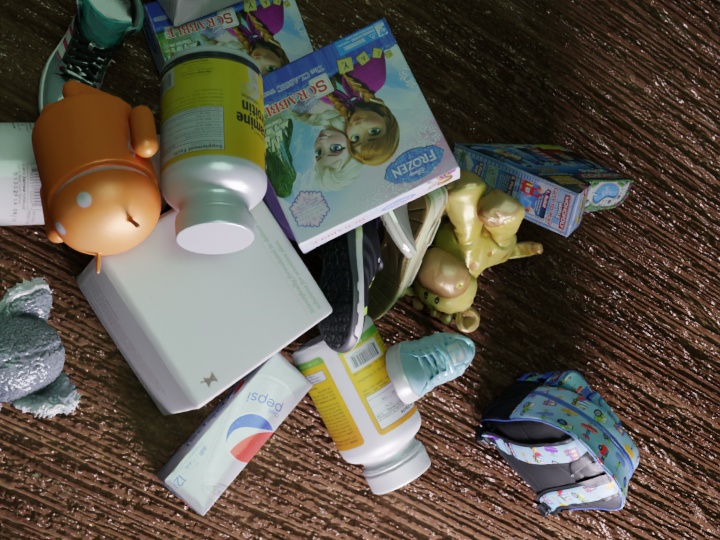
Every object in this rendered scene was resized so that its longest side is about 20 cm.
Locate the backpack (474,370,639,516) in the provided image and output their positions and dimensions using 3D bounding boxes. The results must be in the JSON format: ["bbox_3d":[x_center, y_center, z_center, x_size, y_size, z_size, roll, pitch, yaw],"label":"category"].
[{"bbox_3d":[0.271,0.220,1.391,0.135,0.200,0.183,-44,98,-23],"label":"backpack"}]

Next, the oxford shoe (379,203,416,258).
[{"bbox_3d":[0.031,-0.112,1.280,0.057,0.075,0.201,-21,86,-4],"label":"oxford shoe"}]

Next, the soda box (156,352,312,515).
[{"bbox_3d":[-0.148,0.189,1.278,0.063,0.068,0.200,44,73,-10],"label":"soda box"}]

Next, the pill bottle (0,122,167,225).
[{"bbox_3d":[-0.325,-0.111,1.236,0.199,0.114,0.115,-3,83,-23],"label":"pill bottle"}]

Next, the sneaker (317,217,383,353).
[{"bbox_3d":[0.000,0.000,1.284,0.082,0.071,0.202,15,70,-41],"label":"sneaker"}]

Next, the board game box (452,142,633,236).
[{"bbox_3d":[0.252,-0.109,1.436,0.199,0.200,0.062,-3,116,-33],"label":"board game box"}]

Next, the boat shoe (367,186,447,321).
[{"bbox_3d":[0.050,-0.022,1.363,0.073,0.202,0.063,39,32,27],"label":"boat shoe"}]

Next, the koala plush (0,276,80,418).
[{"bbox_3d":[-0.403,0.104,1.150,0.199,0.183,0.179,-13,87,-36],"label":"koala plush"}]

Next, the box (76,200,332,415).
[{"bbox_3d":[-0.183,0.029,1.242,0.199,0.171,0.200,-34,94,-23],"label":"box"}]

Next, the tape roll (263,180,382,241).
[{"bbox_3d":[-0.050,-0.132,1.348,0.199,0.085,0.202,-4,99,-28],"label":"tape roll"}]

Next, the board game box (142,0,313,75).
[{"bbox_3d":[-0.154,-0.260,1.373,0.199,0.041,0.201,-22,91,-25],"label":"board game box"}]

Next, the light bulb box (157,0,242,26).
[{"bbox_3d":[-0.208,-0.438,1.272,0.124,0.198,0.201,-27,76,-25],"label":"light bulb box"}]

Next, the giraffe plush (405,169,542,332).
[{"bbox_3d":[0.122,-0.020,1.412,0.163,0.172,0.200,-55,138,-11],"label":"giraffe plush"}]

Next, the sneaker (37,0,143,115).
[{"bbox_3d":[-0.312,-0.263,1.263,0.083,0.121,0.201,23,74,-18],"label":"sneaker"}]

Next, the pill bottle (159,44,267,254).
[{"bbox_3d":[-0.154,-0.125,1.135,0.111,0.112,0.201,5,67,-22],"label":"pill bottle"}]

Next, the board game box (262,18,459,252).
[{"bbox_3d":[-0.019,-0.154,1.226,0.199,0.041,0.200,-26,78,0],"label":"board game box"}]

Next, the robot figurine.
[{"bbox_3d":[-0.270,-0.101,1.111,0.143,0.117,0.201,-18,61,-7],"label":"robot figurine"}]

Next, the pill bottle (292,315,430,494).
[{"bbox_3d":[0.007,0.167,1.335,0.111,0.111,0.201,-28,93,-24],"label":"pill bottle"}]

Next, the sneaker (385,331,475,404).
[{"bbox_3d":[0.092,0.107,1.337,0.082,0.200,0.074,-28,88,20],"label":"sneaker"}]
